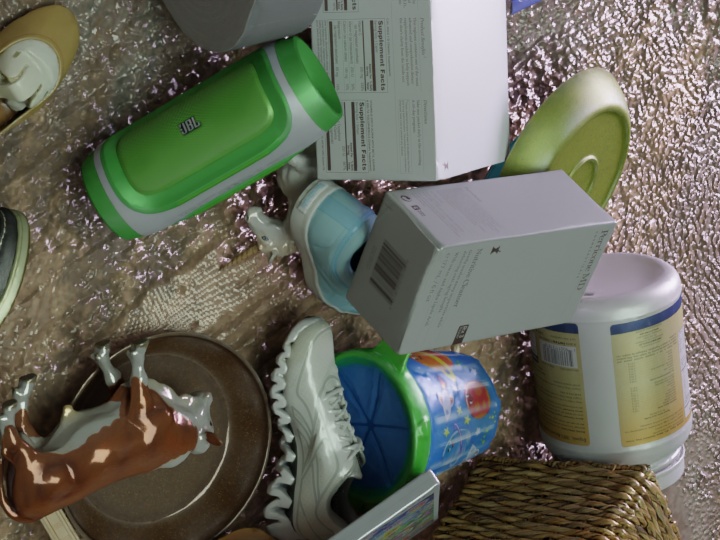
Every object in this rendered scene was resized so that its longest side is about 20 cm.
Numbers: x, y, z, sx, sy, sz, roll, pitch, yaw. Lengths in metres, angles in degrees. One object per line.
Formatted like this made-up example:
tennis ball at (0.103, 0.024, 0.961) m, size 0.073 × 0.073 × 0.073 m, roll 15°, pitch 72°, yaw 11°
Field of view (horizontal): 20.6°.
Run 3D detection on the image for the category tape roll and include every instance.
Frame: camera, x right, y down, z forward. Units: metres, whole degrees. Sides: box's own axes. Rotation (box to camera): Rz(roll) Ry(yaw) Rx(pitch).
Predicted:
tape roll at (-0.101, -0.269, 1.495) m, size 0.066 × 0.200 × 0.201 m, roll -17°, pitch 111°, yaw -28°

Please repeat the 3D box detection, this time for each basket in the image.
basket at (0.175, 0.269, 1.795) m, size 0.149 × 0.200 × 0.143 m, roll -54°, pitch 131°, yaw -41°

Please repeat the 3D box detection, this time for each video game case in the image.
video game case at (0.006, 0.234, 1.706) m, size 0.143 × 0.200 × 0.018 m, roll -34°, pitch 76°, yaw -7°

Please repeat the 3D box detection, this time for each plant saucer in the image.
plant saucer at (0.182, -0.081, 1.740) m, size 0.200 × 0.031 × 0.200 m, roll -41°, pitch 147°, yaw -33°
plant saucer at (-0.169, 0.144, 1.659) m, size 0.200 × 0.037 × 0.201 m, roll -9°, pitch 108°, yaw -31°

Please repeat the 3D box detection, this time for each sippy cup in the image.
sippy cup at (0.048, 0.127, 1.746) m, size 0.130 × 0.178 × 0.140 m, roll -8°, pitch 70°, yaw -42°

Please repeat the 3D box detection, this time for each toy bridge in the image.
toy bridge at (-0.234, 0.252, 1.626) m, size 0.027 × 0.067 × 0.200 m, roll -30°, pitch 116°, yaw -23°

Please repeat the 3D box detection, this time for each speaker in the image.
speaker at (-0.117, -0.102, 1.549) m, size 0.200 × 0.089 × 0.088 m, roll -29°, pitch 122°, yaw 13°

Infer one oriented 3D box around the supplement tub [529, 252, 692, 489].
supplement tub at (0.233, 0.097, 1.841) m, size 0.144 × 0.144 × 0.200 m, roll -18°, pitch 112°, yaw -28°

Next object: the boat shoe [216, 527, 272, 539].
boat shoe at (-0.144, 0.304, 1.701) m, size 0.070 × 0.070 × 0.200 m, roll 38°, pitch 83°, yaw 0°

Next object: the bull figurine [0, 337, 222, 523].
bull figurine at (-0.202, 0.124, 1.573) m, size 0.200 × 0.065 × 0.122 m, roll -27°, pitch 112°, yaw -27°

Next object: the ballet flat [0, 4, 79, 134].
ballet flat at (-0.279, -0.125, 1.501) m, size 0.200 × 0.063 × 0.069 m, roll -45°, pitch 122°, yaw -16°

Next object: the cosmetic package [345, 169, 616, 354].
cosmetic package at (0.099, -0.009, 1.608) m, size 0.200 × 0.081 × 0.113 m, roll -9°, pitch 133°, yaw -37°

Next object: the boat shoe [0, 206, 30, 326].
boat shoe at (-0.321, 0.038, 1.511) m, size 0.066 × 0.072 × 0.201 m, roll 27°, pitch 92°, yaw -40°

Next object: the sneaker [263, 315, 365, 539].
sneaker at (-0.032, 0.138, 1.696) m, size 0.075 × 0.081 × 0.200 m, roll -18°, pitch 112°, yaw -57°

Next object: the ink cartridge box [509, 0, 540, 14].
ink cartridge box at (0.135, -0.320, 1.711) m, size 0.136 × 0.076 × 0.200 m, roll -28°, pitch 114°, yaw -24°

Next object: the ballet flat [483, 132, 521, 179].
ballet flat at (0.133, -0.046, 1.794) m, size 0.071 × 0.071 × 0.200 m, roll 39°, pitch 80°, yaw -34°

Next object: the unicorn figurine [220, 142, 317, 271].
unicorn figurine at (-0.047, -0.100, 1.648) m, size 0.200 × 0.074 × 0.138 m, roll -42°, pitch 132°, yaw -24°

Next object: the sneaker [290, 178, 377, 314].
sneaker at (0.000, 0.000, 1.661) m, size 0.074 × 0.082 × 0.200 m, roll -49°, pitch 154°, yaw -7°

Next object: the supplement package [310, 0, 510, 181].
supplement package at (0.043, -0.181, 1.618) m, size 0.156 × 0.111 × 0.200 m, roll -19°, pitch 110°, yaw -62°
